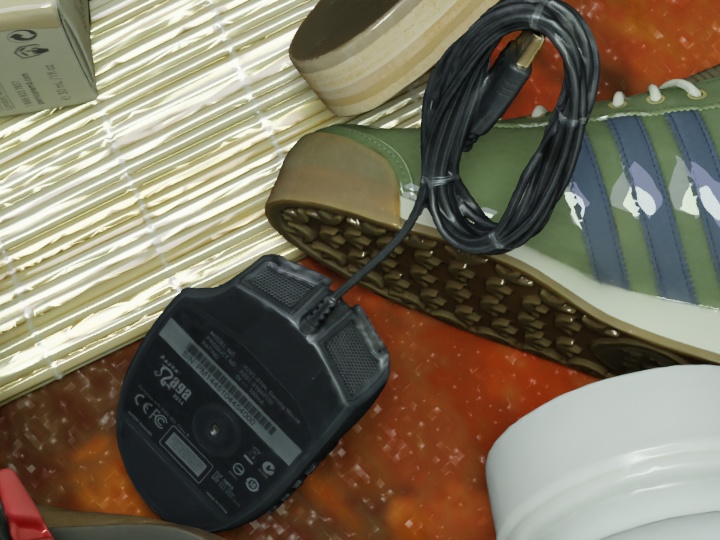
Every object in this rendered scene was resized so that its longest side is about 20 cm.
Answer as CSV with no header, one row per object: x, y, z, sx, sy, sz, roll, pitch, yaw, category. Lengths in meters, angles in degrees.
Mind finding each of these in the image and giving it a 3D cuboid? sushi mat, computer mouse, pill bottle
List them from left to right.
-0.066,-0.031,0.849,0.199,0.012,0.096,-26,77,-4,sushi mat
0.000,0.000,0.777,0.059,0.034,0.200,47,125,5,computer mouse
0.090,0.130,0.745,0.112,0.113,0.201,-11,62,-1,pill bottle

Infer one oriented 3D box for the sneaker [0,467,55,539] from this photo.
-0.132,0.031,0.727,0.071,0.098,0.201,-27,73,17,sneaker

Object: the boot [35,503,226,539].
-0.109,0.087,0.802,0.199,0.075,0.074,7,90,18,boot

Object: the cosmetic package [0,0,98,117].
-0.179,-0.088,0.829,0.199,0.073,0.104,-10,72,1,cosmetic package

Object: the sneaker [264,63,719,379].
0.081,-0.019,0.818,0.199,0.067,0.090,19,72,5,sneaker

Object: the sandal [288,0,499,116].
0.076,-0.103,0.842,0.212,0.078,0.070,-43,112,-10,sandal
